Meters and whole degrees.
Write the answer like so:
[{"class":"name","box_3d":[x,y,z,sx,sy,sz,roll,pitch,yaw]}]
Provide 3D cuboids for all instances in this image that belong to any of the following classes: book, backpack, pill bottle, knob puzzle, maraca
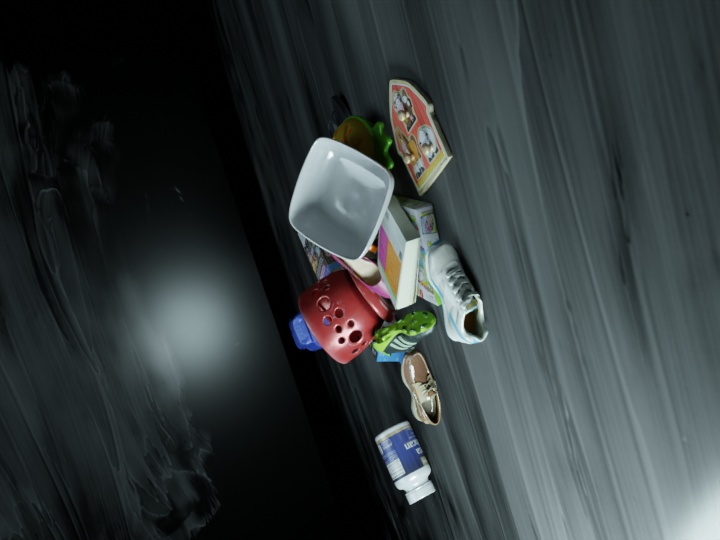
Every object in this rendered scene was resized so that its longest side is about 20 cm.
[{"class":"book","box_3d":[0.072,-0.039,1.439,0.203,0.047,0.135,92,157,-49]},{"class":"backpack","box_3d":[-0.153,0.181,2.333,0.200,0.163,0.167,138,117,-76]},{"class":"pill bottle","box_3d":[0.128,0.532,1.942,0.204,0.109,0.112,64,162,17]},{"class":"knob puzzle","box_3d":[0.090,-0.259,1.294,0.223,0.030,0.222,91,154,-50]},{"class":"maraca","box_3d":[0.007,-0.247,1.443,0.198,0.105,0.141,18,121,55]}]

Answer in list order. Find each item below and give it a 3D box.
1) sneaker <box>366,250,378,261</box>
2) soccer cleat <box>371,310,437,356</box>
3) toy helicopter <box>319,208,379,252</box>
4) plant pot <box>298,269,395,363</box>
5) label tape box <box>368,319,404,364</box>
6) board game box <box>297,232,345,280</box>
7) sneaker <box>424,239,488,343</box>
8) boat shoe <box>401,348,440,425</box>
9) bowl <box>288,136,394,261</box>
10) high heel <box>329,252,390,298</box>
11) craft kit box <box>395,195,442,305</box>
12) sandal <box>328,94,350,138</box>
[{"class":"sneaker","box_3d":[-0.008,-0.071,1.626,0.198,0.074,0.116,33,-163,-43]},{"class":"soccer cleat","box_3d":[0.109,0.145,1.584,0.080,0.069,0.198,35,141,-28]},{"class":"toy helicopter","box_3d":[-0.027,-0.119,1.539,0.080,0.197,0.133,-53,57,21]},{"class":"plant pot","box_3d":[-0.027,0.089,1.693,0.202,0.181,0.201,51,-172,-10]},{"class":"label tape box","box_3d":[0.058,0.165,1.820,0.146,0.062,0.203,97,149,-57]},{"class":"board game box","box_3d":[-0.092,-0.068,1.963,0.204,0.095,0.160,64,162,17]},{"class":"sneaker","box_3d":[0.181,0.038,1.293,0.080,0.075,0.205,7,122,61]},{"class":"boat shoe","box_3d":[0.152,0.277,1.657,0.071,0.075,0.205,25,139,55]},{"class":"bowl","box_3d":[-0.032,-0.141,1.386,0.197,0.074,0.204,29,107,20]},{"class":"high heel","box_3d":[0.000,0.000,1.542,0.199,0.068,0.096,42,-158,-6]},{"class":"craft kit box","box_3d":[0.110,-0.048,1.453,0.199,0.047,0.203,-154,49,-66]},{"class":"sandal","box_3d":[-0.044,-0.305,1.636,0.076,0.042,0.205,47,152,51]}]
